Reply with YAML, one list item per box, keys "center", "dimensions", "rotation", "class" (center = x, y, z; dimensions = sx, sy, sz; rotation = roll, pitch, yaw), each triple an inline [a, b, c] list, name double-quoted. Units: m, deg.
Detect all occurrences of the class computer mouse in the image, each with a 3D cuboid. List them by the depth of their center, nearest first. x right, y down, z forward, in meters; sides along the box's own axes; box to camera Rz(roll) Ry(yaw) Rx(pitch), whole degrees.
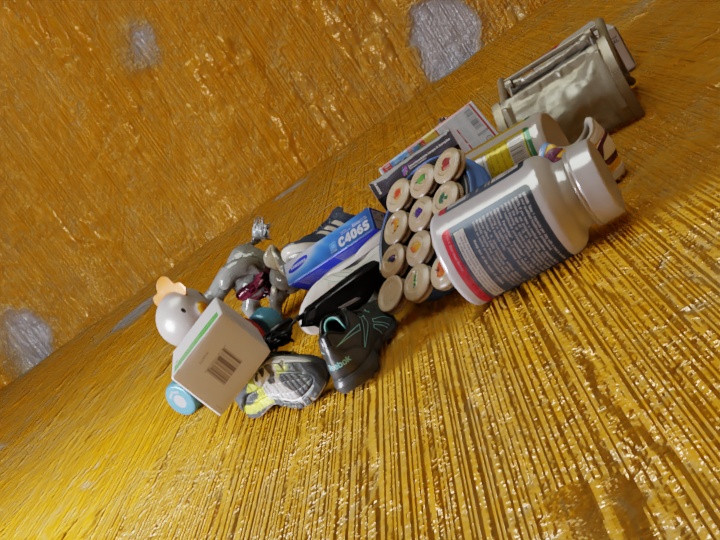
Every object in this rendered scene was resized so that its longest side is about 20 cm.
- center: [-0.054, 0.062, 1.274]
  dimensions: [0.199, 0.046, 0.140]
  rotation: [-37, 5, -25]
  class: "computer mouse"

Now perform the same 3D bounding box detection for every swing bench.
- center: [0.317, -0.268, 1.405]
  dimensions: [0.197, 0.131, 0.201]
  rotation: [-29, 15, 24]
  class: "swing bench"

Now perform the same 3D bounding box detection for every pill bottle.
- center: [0.189, -0.057, 1.022]
  dimensions: [0.198, 0.120, 0.120]
  rotation: [-30, 14, 24]
  class: "pill bottle"
- center: [0.193, -0.125, 1.265]
  dimensions: [0.198, 0.114, 0.113]
  rotation: [-28, 15, 29]
  class: "pill bottle"

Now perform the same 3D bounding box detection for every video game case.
- center: [0.148, -0.177, 1.532]
  dimensions: [0.199, 0.144, 0.017]
  rotation: [-36, -24, 0]
  class: "video game case"

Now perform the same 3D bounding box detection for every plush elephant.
- center: [-0.165, 0.020, 1.644]
  dimensions: [0.153, 0.164, 0.203]
  rotation: [24, 91, 34]
  class: "plush elephant"

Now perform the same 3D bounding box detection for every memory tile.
- center: [0.078, -0.052, 1.184]
  dimensions: [0.152, 0.017, 0.203]
  rotation: [-27, 50, 47]
  class: "memory tile"

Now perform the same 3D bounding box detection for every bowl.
- center: [0.096, -0.061, 1.215]
  dimensions: [0.200, 0.039, 0.204]
  rotation: [-33, 46, 42]
  class: "bowl"

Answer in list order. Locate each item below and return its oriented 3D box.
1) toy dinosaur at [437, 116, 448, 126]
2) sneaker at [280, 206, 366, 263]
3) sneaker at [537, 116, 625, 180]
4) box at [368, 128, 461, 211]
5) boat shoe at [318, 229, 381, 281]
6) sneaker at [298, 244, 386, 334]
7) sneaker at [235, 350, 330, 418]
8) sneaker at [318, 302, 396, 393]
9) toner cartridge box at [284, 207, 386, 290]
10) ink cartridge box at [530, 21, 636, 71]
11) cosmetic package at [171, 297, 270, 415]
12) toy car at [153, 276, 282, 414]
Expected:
- center: [0.162, -0.177, 1.617]
  dimensions: [0.200, 0.084, 0.138]
  rotation: [128, 143, -60]
  class: "toy dinosaur"
- center: [-0.056, -0.064, 1.585]
  dimensions: [0.197, 0.086, 0.075]
  rotation: [-11, -22, -31]
  class: "sneaker"
- center: [0.234, -0.108, 1.147]
  dimensions: [0.199, 0.091, 0.075]
  rotation: [-37, 13, -5]
  class: "sneaker"
- center: [0.106, -0.118, 1.373]
  dimensions: [0.142, 0.036, 0.200]
  rotation: [-34, -29, 6]
  class: "box"
- center: [0.000, 0.000, 1.436]
  dimensions: [0.199, 0.061, 0.074]
  rotation: [-37, 3, 32]
  class: "boat shoe"
- center: [-0.009, 0.031, 1.338]
  dimensions: [0.199, 0.071, 0.080]
  rotation: [-36, 22, 6]
  class: "sneaker"
- center: [-0.099, 0.133, 1.198]
  dimensions: [0.199, 0.075, 0.085]
  rotation: [-21, 19, 48]
  class: "sneaker"
- center: [-0.006, 0.075, 1.153]
  dimensions: [0.075, 0.080, 0.200]
  rotation: [-32, 12, 18]
  class: "sneaker"
- center: [-0.025, -0.029, 1.508]
  dimensions: [0.199, 0.044, 0.094]
  rotation: [-32, -30, 30]
  class: "toner cartridge box"
- center: [0.402, -0.377, 1.662]
  dimensions: [0.145, 0.083, 0.200]
  rotation: [-33, 14, 12]
  class: "ink cartridge box"
- center: [-0.189, 0.110, 1.214]
  dimensions: [0.108, 0.084, 0.200]
  rotation: [-53, 12, -5]
  class: "cosmetic package"
- center: [-0.260, 0.091, 1.477]
  dimensions: [0.175, 0.201, 0.185]
  rotation: [-24, 17, 39]
  class: "toy car"
